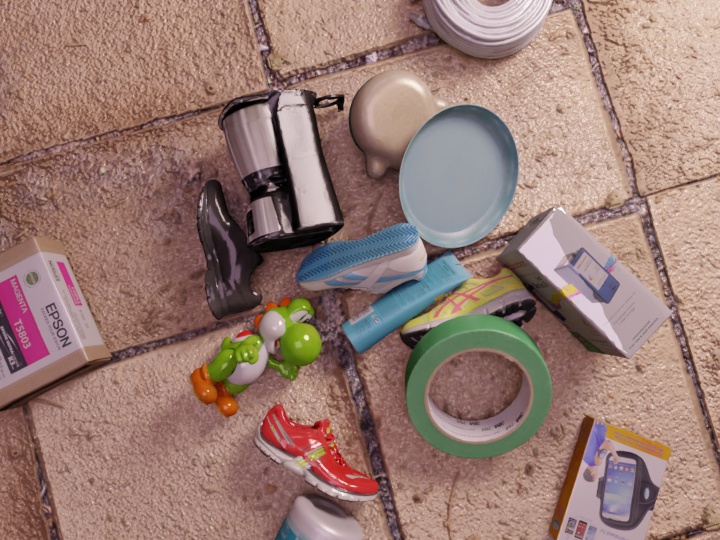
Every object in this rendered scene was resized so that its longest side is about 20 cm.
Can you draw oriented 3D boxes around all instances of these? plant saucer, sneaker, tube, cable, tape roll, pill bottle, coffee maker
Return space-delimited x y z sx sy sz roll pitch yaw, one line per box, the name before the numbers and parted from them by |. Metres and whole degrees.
plant saucer | 0.139 -0.134 0.835 0.196 0.027 0.204 -8 111 -21
sneaker | 0.149 0.057 0.844 0.196 0.079 0.091 -19 48 11
sneaker | 0.000 0.000 0.840 0.196 0.081 0.077 -12 42 18
tube | 0.065 0.044 0.847 0.198 0.051 0.078 -35 41 0
cable | 0.193 -0.426 0.875 0.198 0.069 0.202 35 87 4
tape roll | 0.159 0.161 0.799 0.196 0.048 0.205 1 112 3
sneaker | -0.056 0.257 0.825 0.197 0.077 0.086 29 81 3
pill bottle | -0.085 0.423 0.793 0.109 0.111 0.203 27 87 3
coffee maker | -0.089 -0.142 0.827 0.188 0.135 0.204 -16 86 -1
sneaker | -0.192 -0.034 0.859 0.089 0.076 0.205 -9 92 -9

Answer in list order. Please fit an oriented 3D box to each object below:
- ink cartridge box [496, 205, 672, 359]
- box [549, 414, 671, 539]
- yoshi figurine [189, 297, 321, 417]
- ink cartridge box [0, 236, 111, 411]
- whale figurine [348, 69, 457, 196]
ink cartridge box | 0.296 0.017 0.800 0.087 0.145 0.200 -44 87 -1
box | 0.352 0.326 0.828 0.117 0.041 0.204 19 84 2
yoshi figurine | -0.134 0.128 0.826 0.199 0.112 0.112 -41 102 -5
ink cartridge box | -0.487 0.077 0.847 0.163 0.075 0.203 -27 85 0
whale figurine | 0.066 -0.194 0.859 0.159 0.104 0.200 -44 110 -4
